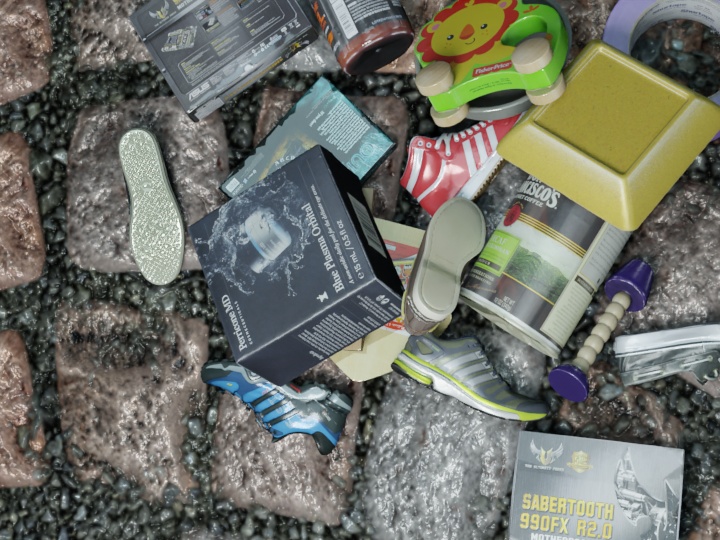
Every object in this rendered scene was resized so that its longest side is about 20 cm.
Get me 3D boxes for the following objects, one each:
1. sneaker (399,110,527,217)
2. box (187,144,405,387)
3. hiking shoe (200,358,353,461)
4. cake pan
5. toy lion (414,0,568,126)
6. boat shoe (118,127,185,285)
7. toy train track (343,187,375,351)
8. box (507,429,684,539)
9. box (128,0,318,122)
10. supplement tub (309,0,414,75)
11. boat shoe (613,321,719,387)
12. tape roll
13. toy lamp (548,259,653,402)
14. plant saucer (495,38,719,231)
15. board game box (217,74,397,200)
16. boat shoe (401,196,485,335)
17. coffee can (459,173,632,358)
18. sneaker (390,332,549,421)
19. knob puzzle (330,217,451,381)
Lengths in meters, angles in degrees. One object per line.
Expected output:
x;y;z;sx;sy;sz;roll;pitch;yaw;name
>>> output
0.131;-0.161;1.743;0.112;0.071;0.201;38;91;9;sneaker
-0.073;-0.004;1.666;0.198;0.117;0.199;-31;62;14;box
-0.111;0.166;1.728;0.197;0.074;0.088;16;83;11;hiking shoe
0.166;-0.266;1.736;0.197;0.037;0.203;-9;56;13;cake pan
0.153;-0.268;1.665;0.197;0.069;0.193;-9;44;29;toy lion
-0.266;-0.083;1.800;0.073;0.062;0.203;-11;95;2;boat shoe
0.000;0.000;1.726;0.113;0.033;0.203;2;78;12;toy train track
0.278;0.280;1.663;0.197;0.048;0.161;6;83;9;box
-0.178;-0.315;1.819;0.199;0.048;0.159;-34;76;2;box
-0.015;-0.358;1.779;0.106;0.107;0.202;-25;78;4;supplement tub
0.402;0.101;1.669;0.197;0.072;0.072;-9;88;18;boat shoe
0.392;-0.257;1.711;0.197;0.085;0.203;-1;81;8;tape roll
0.288;0.065;1.656;0.058;0.058;0.200;33;58;12;toy lamp
0.285;-0.170;1.600;0.199;0.049;0.200;34;71;27;plant saucer
-0.067;-0.131;1.790;0.135;0.028;0.200;43;90;10;board game box
0.095;-0.007;1.647;0.071;0.060;0.201;29;46;-8;boat shoe
0.225;-0.019;1.668;0.145;0.146;0.202;31;87;12;coffee can
0.139;0.123;1.688;0.198;0.074;0.082;24;86;0;sneaker
0.018;0.039;1.748;0.216;0.030;0.223;0;84;4;knob puzzle
